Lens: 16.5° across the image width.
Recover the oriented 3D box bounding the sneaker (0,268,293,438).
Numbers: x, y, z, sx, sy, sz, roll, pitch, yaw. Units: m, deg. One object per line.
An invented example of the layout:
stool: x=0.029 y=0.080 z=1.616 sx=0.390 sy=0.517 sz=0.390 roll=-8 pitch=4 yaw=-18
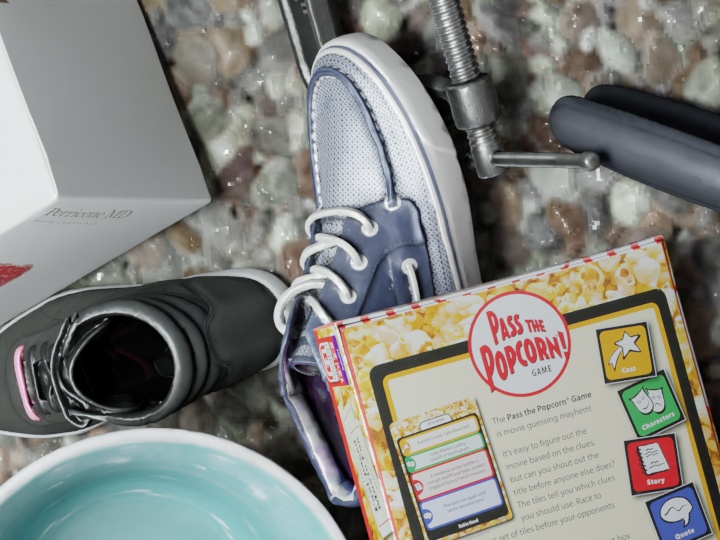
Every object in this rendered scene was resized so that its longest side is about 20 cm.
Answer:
sneaker: x=-0.136 y=0.044 z=1.185 sx=0.200 sy=0.099 sz=0.071 roll=-15 pitch=91 yaw=31

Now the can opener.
can opener: x=0.166 y=-0.035 z=1.024 sx=0.200 sy=0.063 sz=0.079 roll=24 pitch=108 yaw=25

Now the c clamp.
c clamp: x=0.018 y=-0.130 z=1.088 sx=0.171 sy=0.027 sz=0.200 roll=-7 pitch=106 yaw=52

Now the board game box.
board game box: x=0.080 y=0.100 z=1.049 sx=0.151 sy=0.046 sz=0.200 roll=-14 pitch=89 yaw=-14

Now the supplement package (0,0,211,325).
supplement package: x=-0.196 y=-0.043 z=1.190 sx=0.200 sy=0.121 sz=0.120 roll=-29 pitch=75 yaw=30

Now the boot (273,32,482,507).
boot: x=0.000 y=0.000 z=1.088 sx=0.073 sy=0.090 sz=0.200 roll=-13 pitch=97 yaw=54

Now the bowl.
bowl: x=-0.102 y=0.166 z=1.142 sx=0.201 sy=0.105 sz=0.201 roll=-1 pitch=94 yaw=-10
